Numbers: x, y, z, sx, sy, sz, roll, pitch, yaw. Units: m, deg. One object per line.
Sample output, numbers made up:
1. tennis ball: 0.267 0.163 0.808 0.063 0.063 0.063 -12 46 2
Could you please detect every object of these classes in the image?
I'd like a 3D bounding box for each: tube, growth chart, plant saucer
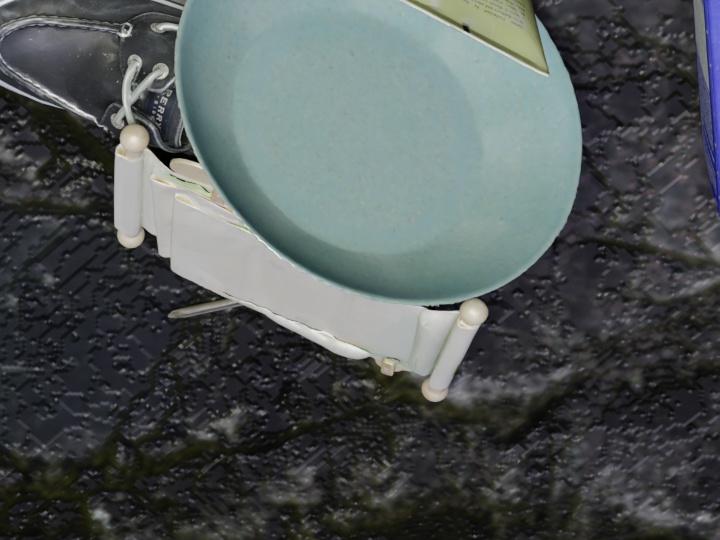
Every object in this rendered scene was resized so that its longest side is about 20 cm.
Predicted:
1. tube: 0.041 -0.141 1.260 0.058 0.200 0.052 -11 117 4
2. growth chart: -0.032 -0.001 1.383 0.200 0.018 0.145 26 157 -4
3. plant saucer: 0.004 -0.069 1.327 0.201 0.201 0.039 23 148 -14

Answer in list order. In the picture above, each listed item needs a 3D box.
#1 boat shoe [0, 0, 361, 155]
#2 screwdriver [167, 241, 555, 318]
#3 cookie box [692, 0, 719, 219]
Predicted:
1. boat shoe: -0.090 -0.087 1.364 0.199 0.068 0.072 15 119 -10
2. screwdriver: 0.000 0.000 1.450 0.199 0.029 0.028 -10 121 14
3. cookie box: 0.238 -0.134 1.340 0.171 0.075 0.200 -7 120 1
